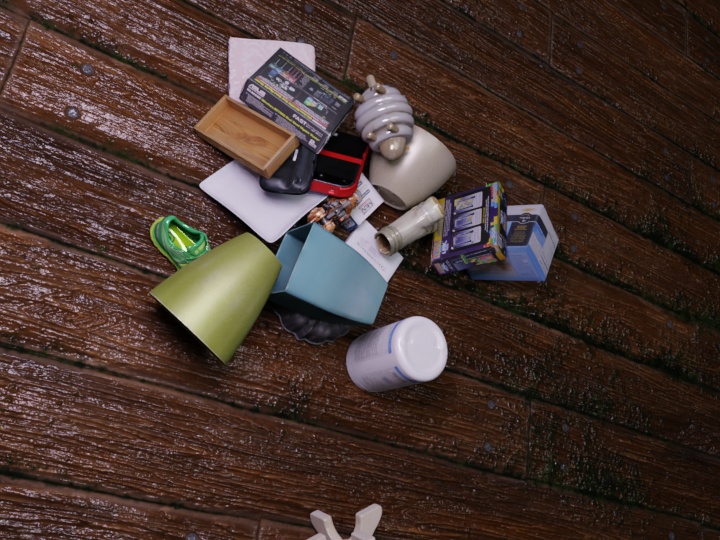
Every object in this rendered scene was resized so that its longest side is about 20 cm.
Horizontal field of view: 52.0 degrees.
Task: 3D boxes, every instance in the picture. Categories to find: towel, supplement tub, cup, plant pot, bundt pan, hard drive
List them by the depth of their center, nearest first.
[{"bbox_3d":[-0.243,0.034,1.333,0.187,0.187,0.200,46,75,-13],"label":"plant pot"},{"bbox_3d":[-0.061,0.025,1.414,0.199,0.141,0.142,29,72,-23],"label":"plant pot"},{"bbox_3d":[-0.077,0.050,1.515,0.201,0.076,0.203,4,80,-22],"label":"bundt pan"},{"bbox_3d":[0.073,0.176,1.522,0.131,0.200,0.133,10,71,-30],"label":"supplement tub"},{"bbox_3d":[-0.191,-0.405,1.594,0.190,0.032,0.201,1,73,-12],"label":"towel"},{"bbox_3d":[0.000,0.000,1.634,0.132,0.027,0.200,44,57,-14],"label":"hard drive"},{"bbox_3d":[0.098,-0.225,1.683,0.200,0.200,0.144,36,78,-19],"label":"cup"}]

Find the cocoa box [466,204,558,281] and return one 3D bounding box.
[{"bbox_3d":[0.345,-0.064,1.755,0.134,0.199,0.132,52,52,-38],"label":"cocoa box"}]

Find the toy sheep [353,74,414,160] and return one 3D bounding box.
[{"bbox_3d":[0.048,-0.326,1.559,0.137,0.138,0.201,-5,77,-34],"label":"toy sheep"}]

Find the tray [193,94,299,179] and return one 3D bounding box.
[{"bbox_3d":[-0.229,-0.268,1.474,0.200,0.037,0.099,33,73,24],"label":"tray"}]

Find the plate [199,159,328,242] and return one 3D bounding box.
[{"bbox_3d":[-0.193,-0.161,1.517,0.199,0.032,0.200,37,55,13],"label":"plate"}]

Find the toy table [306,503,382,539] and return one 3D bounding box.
[{"bbox_3d":[-0.029,0.528,1.375,0.200,0.183,0.118,-20,103,-47],"label":"toy table"}]

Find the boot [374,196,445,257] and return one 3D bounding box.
[{"bbox_3d":[0.102,-0.089,1.660,0.154,0.200,0.072,-34,87,-10],"label":"boot"}]

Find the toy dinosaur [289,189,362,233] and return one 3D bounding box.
[{"bbox_3d":[-0.086,-0.106,1.538,0.199,0.136,0.103,-17,89,-28],"label":"toy dinosaur"}]

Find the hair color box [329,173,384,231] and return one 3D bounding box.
[{"bbox_3d":[-0.050,-0.196,1.638,0.200,0.060,0.100,51,59,-9],"label":"hair color box"}]

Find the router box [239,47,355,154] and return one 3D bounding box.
[{"bbox_3d":[-0.127,-0.350,1.514,0.200,0.062,0.150,35,44,-4],"label":"router box"}]

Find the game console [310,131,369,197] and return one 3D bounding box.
[{"bbox_3d":[-0.092,-0.238,1.557,0.199,0.031,0.177,14,49,1],"label":"game console"}]

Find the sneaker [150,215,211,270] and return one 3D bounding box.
[{"bbox_3d":[-0.314,-0.024,1.400,0.200,0.083,0.074,44,57,-15],"label":"sneaker"}]

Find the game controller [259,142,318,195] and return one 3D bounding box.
[{"bbox_3d":[-0.141,-0.229,1.501,0.104,0.042,0.201,1,48,9],"label":"game controller"}]

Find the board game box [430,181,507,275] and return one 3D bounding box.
[{"bbox_3d":[0.253,-0.097,1.708,0.057,0.165,0.201,48,39,-38],"label":"board game box"}]
